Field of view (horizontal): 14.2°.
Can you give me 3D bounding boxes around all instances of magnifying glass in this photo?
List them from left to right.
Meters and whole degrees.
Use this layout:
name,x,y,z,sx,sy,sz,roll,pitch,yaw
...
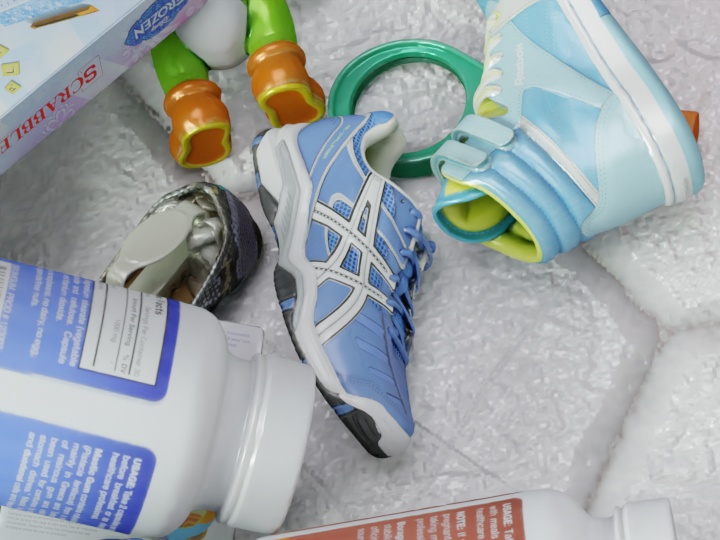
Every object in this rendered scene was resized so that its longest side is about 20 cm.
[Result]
name,x,y,z,sx,sy,sz,roll,pitch,yaw
magnifying glass,0.079,-0.081,1.520,0.199,0.022,0.080,7,62,16

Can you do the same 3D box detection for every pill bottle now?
name,x,y,z,sx,sy,sz,roll,pitch,yaw
pill bottle,-0.126,0.062,1.346,0.199,0.112,0.113,14,61,-9
pill bottle,0.051,0.163,1.328,0.199,0.112,0.113,-10,58,7

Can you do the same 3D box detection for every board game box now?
name,x,y,z,sx,sy,sz,roll,pitch,yaw
board game box,-0.216,-0.141,1.476,0.200,0.041,0.199,37,65,26

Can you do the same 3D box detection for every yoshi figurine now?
name,x,y,z,sx,sy,sz,roll,pitch,yaw
yoshi figurine,-0.088,-0.157,1.576,0.112,0.112,0.201,-2,64,-41

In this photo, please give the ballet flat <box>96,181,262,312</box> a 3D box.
name,x,y,z,sx,sy,sz,roll,pitch,yaw
ballet flat,-0.127,0.031,1.473,0.072,0.072,0.201,29,70,26

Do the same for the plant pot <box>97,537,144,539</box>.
name,x,y,z,sx,sy,sz,roll,pitch,yaw
plant pot,-0.163,0.226,1.276,0.199,0.180,0.201,-14,89,4

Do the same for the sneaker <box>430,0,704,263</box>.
name,x,y,z,sx,sy,sz,roll,pitch,yaw
sneaker,0.072,-0.090,1.471,0.130,0.080,0.200,-31,57,-6

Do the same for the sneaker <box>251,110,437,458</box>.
name,x,y,z,sx,sy,sz,roll,pitch,yaw
sneaker,0.000,0.000,1.454,0.077,0.076,0.201,-20,60,9

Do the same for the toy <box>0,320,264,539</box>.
name,x,y,z,sx,sy,sz,roll,pitch,yaw
toy,-0.119,0.120,1.417,0.114,0.047,0.201,10,73,-8
